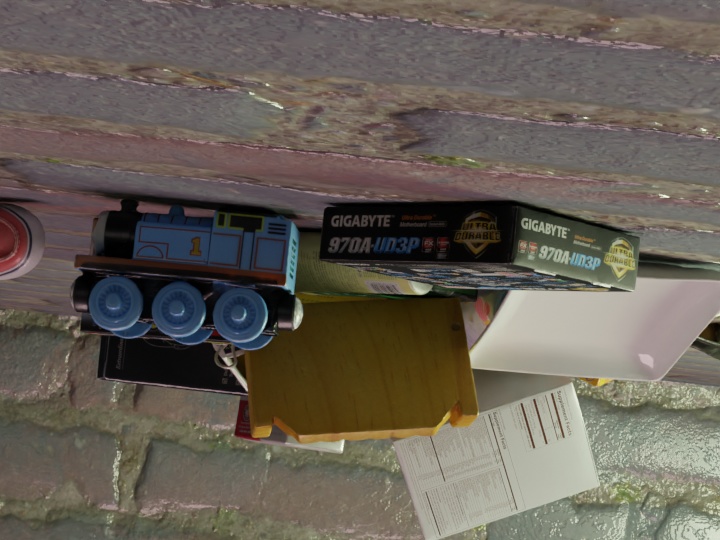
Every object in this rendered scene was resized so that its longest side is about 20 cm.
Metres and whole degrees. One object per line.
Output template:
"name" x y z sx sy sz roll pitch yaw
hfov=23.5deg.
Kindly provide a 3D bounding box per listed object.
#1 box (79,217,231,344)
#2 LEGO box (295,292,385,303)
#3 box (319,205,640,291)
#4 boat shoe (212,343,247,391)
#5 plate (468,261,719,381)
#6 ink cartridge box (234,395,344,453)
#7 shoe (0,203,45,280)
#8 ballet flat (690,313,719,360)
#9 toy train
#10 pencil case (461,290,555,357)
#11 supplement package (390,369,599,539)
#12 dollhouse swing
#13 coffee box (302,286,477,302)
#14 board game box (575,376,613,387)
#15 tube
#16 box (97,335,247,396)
"box" -0.173 0.009 1.588 0.199 0.111 0.035 3 174 39
"LEGO box" -0.067 0.038 1.867 0.198 0.078 0.149 9 -179 -12
"box" 0.091 -0.016 1.346 0.199 0.046 0.158 1 173 44
"boat shoe" -0.125 0.059 1.716 0.074 0.086 0.203 -14 132 8
"plate" 0.209 0.039 1.542 0.198 0.033 0.200 4 151 -12
"ink cartridge box" -0.073 0.110 2.070 0.085 0.202 0.147 10 174 -28
"shoe" -0.390 -0.033 1.595 0.199 0.072 0.091 8 -178 33
"ballet flat" 0.342 0.049 1.659 0.199 0.069 0.068 10 165 -35
"toy train" -0.144 0.003 1.459 0.198 0.115 0.087 5 171 5
"pencil case" 0.146 0.044 1.709 0.091 0.083 0.200 45 168 -8
"supplement package" 0.131 0.160 1.897 0.199 0.148 0.192 -18 -151 1
"dollhouse swing" -0.008 0.119 1.617 0.198 0.183 0.176 -2 143 -7
"coffee box" 0.000 0.000 1.640 0.199 0.044 0.123 3 174 32
"board game box" 0.259 0.076 1.849 0.095 0.030 0.199 26 -156 28
"tube" -0.026 -0.009 1.550 0.199 0.059 0.052 1 178 36
"box" -0.192 0.062 1.972 0.198 0.150 0.107 8 174 -12
